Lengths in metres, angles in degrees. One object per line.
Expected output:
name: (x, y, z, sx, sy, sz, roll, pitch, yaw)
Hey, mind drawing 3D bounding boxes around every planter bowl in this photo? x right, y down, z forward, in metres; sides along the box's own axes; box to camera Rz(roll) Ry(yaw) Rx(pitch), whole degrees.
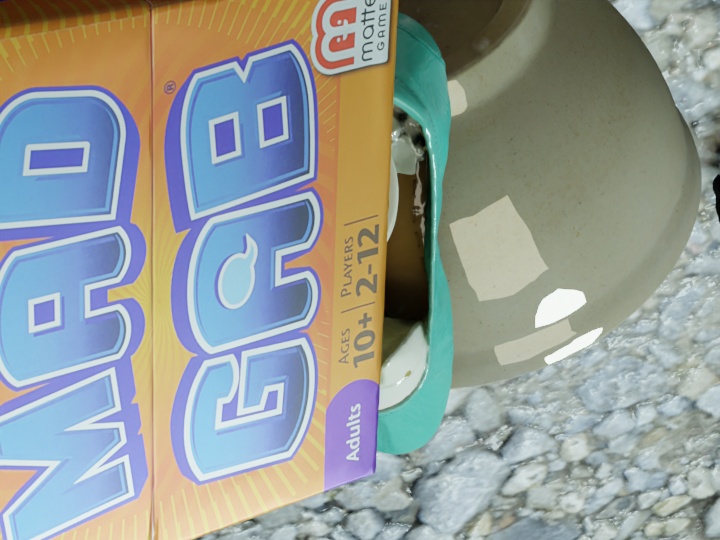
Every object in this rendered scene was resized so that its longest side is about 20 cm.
planter bowl: (0.036, -0.068, 0.914, 0.200, 0.201, 0.135, -22, 134, 3)

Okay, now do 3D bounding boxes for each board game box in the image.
board game box: (-0.127, -0.027, 0.762, 0.199, 0.200, 0.201, -15, 120, -34)

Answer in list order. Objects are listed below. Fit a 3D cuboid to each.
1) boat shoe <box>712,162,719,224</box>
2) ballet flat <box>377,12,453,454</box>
boat shoe: (0.282, -0.080, 1.116, 0.093, 0.075, 0.200, 9, 143, -43)
ballet flat: (0.000, 0.000, 0.822, 0.067, 0.070, 0.201, 6, 120, 12)
